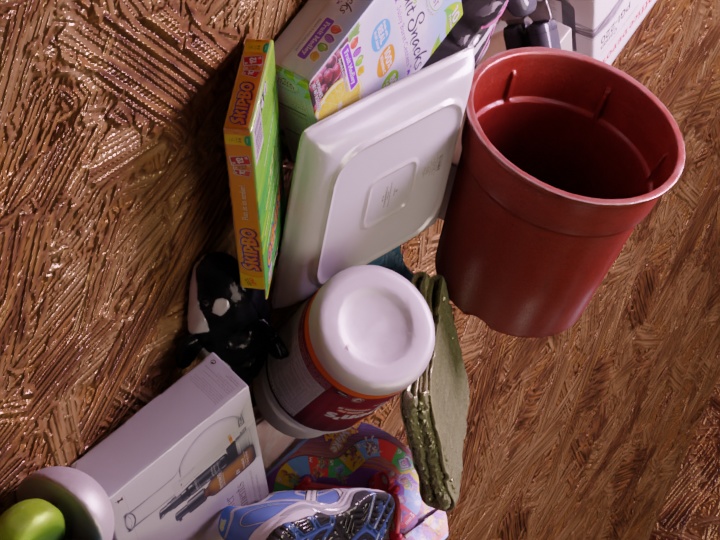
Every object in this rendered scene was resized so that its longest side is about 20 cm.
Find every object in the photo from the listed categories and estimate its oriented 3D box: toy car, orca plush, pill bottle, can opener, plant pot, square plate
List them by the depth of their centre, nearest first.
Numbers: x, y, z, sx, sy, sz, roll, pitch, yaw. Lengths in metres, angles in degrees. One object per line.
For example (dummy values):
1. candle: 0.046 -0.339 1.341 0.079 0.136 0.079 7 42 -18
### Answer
1. toy car: -0.228 0.260 1.439 0.175 0.149 0.201 -42 150 -42
2. orca plush: -0.097 0.068 1.626 0.105 0.071 0.201 -41 150 -43
3. square plate: 0.016 -0.072 1.636 0.197 0.028 0.201 -29 147 -34
4. pill bottle: -0.020 0.076 1.671 0.110 0.109 0.200 -52 -176 -27
5. plant pot: 0.160 -0.059 1.748 0.201 0.200 0.196 -41 159 -44
6. can opener: 0.148 -0.207 1.796 0.067 0.053 0.202 -29 111 -50

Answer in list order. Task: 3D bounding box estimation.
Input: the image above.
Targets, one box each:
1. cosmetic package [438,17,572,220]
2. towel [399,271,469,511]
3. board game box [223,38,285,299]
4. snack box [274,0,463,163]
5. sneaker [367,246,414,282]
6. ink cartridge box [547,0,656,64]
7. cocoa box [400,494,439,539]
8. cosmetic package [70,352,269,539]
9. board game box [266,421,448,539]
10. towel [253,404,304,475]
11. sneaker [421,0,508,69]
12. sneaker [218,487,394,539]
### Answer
1. cosmetic package: 0.125 -0.148 1.889 0.200 0.071 0.106 -53 156 -25
2. towel: 0.065 0.110 1.764 0.201 0.036 0.149 73 21 -50
3. board game box: -0.080 -0.074 1.522 0.201 0.030 0.096 84 13 -50
4. snack box: 0.005 -0.190 1.593 0.200 0.053 0.143 -53 157 -21
5. sneaker: 0.000 0.000 1.776 0.077 0.080 0.200 -54 137 -17
6. ink cartridge box: 0.231 -0.302 1.944 0.146 0.084 0.201 -53 158 -25
7. cocoa box: -0.030 0.294 1.866 0.200 0.131 0.134 -46 151 -37
8. cosmetic package: -0.151 0.180 1.620 0.150 0.052 0.201 -37 149 -20
9. board game box: -0.005 0.216 1.791 0.200 0.158 0.039 -39 173 -37
10. towel: -0.073 0.177 1.859 0.191 0.032 0.201 -37 147 -47
11. sneaker: 0.067 -0.176 1.725 0.200 0.080 0.087 -47 164 -23
12. sneaker: -0.041 0.214 1.687 0.199 0.077 0.076 5 103 -56
